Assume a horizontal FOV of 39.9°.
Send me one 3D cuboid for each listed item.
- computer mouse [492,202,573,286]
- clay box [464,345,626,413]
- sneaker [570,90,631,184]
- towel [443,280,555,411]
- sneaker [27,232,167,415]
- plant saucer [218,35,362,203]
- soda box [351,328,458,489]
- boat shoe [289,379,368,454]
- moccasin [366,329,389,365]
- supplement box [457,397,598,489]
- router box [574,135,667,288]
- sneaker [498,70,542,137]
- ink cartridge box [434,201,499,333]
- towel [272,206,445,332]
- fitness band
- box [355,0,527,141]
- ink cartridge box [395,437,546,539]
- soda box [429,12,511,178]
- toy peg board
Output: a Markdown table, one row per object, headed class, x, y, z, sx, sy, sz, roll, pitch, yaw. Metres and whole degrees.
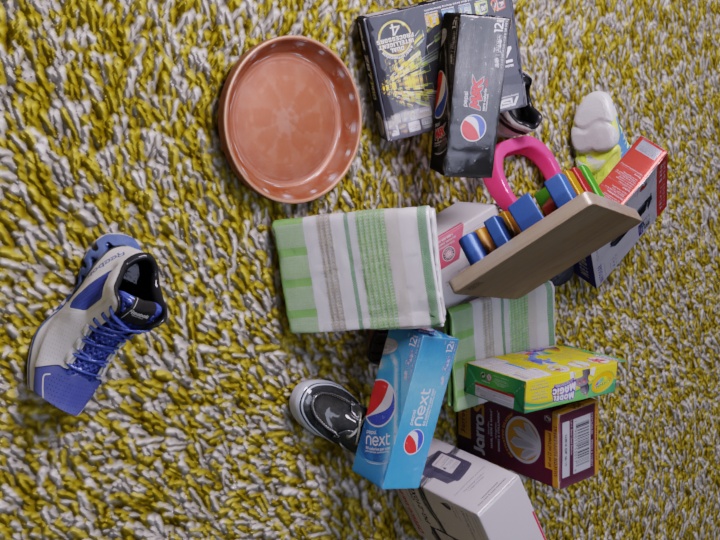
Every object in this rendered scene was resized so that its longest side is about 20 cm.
| class | x | y | z | sx | sy | sz | roll | pitch | yaw |
| --- | --- | --- | --- | --- | --- | --- | --- | --- | --- |
| computer mouse | 0.254 | -0.041 | 1.496 | 0.059 | 0.034 | 0.200 | -47 | 121 | 4 |
| clay box | 0.251 | 0.141 | 1.326 | 0.200 | 0.115 | 0.048 | -5 | 101 | -35 |
| sneaker | 0.384 | -0.193 | 1.549 | 0.105 | 0.076 | 0.200 | -33 | 129 | -41 |
| towel | 0.193 | 0.100 | 1.367 | 0.200 | 0.031 | 0.149 | -12 | 104 | -35 |
| sneaker | -0.269 | 0.055 | 1.037 | 0.081 | 0.115 | 0.200 | 31 | 78 | -36 |
| plant saucer | -0.085 | -0.181 | 1.199 | 0.200 | 0.032 | 0.200 | -6 | 100 | -37 |
| soda box | 0.056 | 0.170 | 1.248 | 0.068 | 0.064 | 0.200 | 10 | 97 | -42 |
| boat shoe | -0.006 | 0.201 | 1.298 | 0.200 | 0.071 | 0.072 | 36 | 75 | -37 |
| moccasin | 0.046 | 0.037 | 1.295 | 0.074 | 0.078 | 0.201 | 0 | 123 | -12 |
| supplement box | 0.234 | 0.221 | 1.408 | 0.086 | 0.200 | 0.110 | -11 | 104 | -36 |
| router box | 0.389 | -0.083 | 1.497 | 0.180 | 0.049 | 0.200 | -49 | 155 | -4 |
| sneaker | 0.196 | -0.277 | 1.371 | 0.076 | 0.088 | 0.200 | -42 | 119 | -24 |
| ink cartridge box | 0.139 | 0.023 | 1.376 | 0.146 | 0.085 | 0.200 | -30 | 114 | -31 |
| towel | 0.000 | 0.000 | 1.203 | 0.031 | 0.200 | 0.149 | -45 | 129 | -70 |
| fitness band | 0.242 | -0.122 | 1.411 | 0.200 | 0.037 | 0.144 | -23 | 84 | -54 |
| box | 0.106 | -0.269 | 1.282 | 0.200 | 0.049 | 0.161 | -15 | 111 | -11 |
| ink cartridge box | 0.142 | 0.323 | 1.354 | 0.084 | 0.200 | 0.145 | -38 | 119 | -24 |
| soda box | 0.135 | -0.219 | 1.244 | 0.071 | 0.063 | 0.200 | 1 | 105 | -15 |
| toy peg board | 0.215 | -0.058 | 1.235 | 0.199 | 0.200 | 0.098 | 7 | 53 | -58 |
